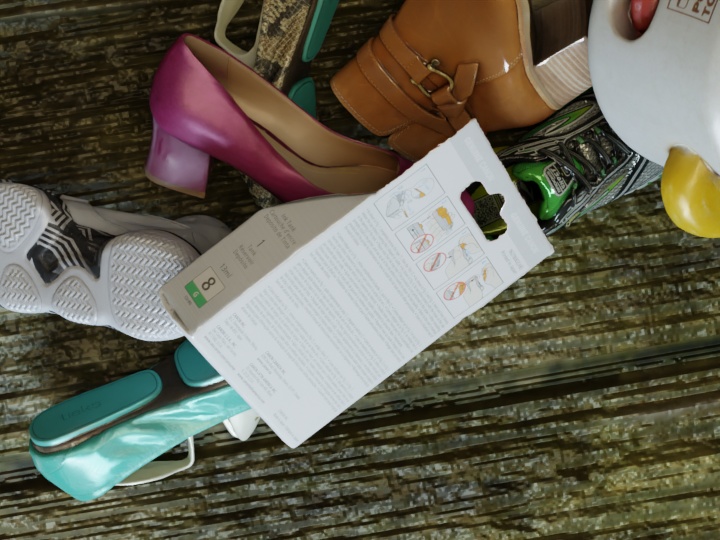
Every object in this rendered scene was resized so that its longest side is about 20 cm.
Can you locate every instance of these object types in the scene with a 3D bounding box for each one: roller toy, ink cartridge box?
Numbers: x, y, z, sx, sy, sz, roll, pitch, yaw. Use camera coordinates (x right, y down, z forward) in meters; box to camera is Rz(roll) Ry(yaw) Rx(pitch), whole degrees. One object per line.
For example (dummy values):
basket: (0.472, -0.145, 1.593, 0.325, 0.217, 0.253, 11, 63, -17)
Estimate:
roller toy: (0.234, -0.132, 1.468, 0.200, 0.140, 0.183, -28, 123, -25)
ink cartridge box: (0.000, 0.000, 1.485, 0.200, 0.161, 0.050, -39, 55, -1)

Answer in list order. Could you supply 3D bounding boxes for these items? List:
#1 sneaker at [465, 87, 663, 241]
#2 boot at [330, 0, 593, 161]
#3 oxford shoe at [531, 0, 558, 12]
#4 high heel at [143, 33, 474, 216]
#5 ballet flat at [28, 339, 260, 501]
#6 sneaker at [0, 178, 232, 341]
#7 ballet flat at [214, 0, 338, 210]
sneaker: (0.131, -0.061, 1.562, 0.200, 0.085, 0.078, -33, 100, 0)
boot: (0.041, -0.148, 1.506, 0.155, 0.074, 0.200, -26, 122, 29)
oxford shoe: (0.146, -0.187, 1.563, 0.199, 0.071, 0.075, 0, 122, -3)
high heel: (-0.024, -0.075, 1.482, 0.199, 0.068, 0.096, 8, 130, -10)
ballet flat: (-0.105, 0.083, 1.585, 0.200, 0.067, 0.070, -26, 124, 0)
sneaker: (-0.153, -0.005, 1.558, 0.200, 0.115, 0.075, 17, 98, 28)
ballet flat: (-0.054, -0.125, 1.550, 0.075, 0.068, 0.200, 15, 107, 14)
